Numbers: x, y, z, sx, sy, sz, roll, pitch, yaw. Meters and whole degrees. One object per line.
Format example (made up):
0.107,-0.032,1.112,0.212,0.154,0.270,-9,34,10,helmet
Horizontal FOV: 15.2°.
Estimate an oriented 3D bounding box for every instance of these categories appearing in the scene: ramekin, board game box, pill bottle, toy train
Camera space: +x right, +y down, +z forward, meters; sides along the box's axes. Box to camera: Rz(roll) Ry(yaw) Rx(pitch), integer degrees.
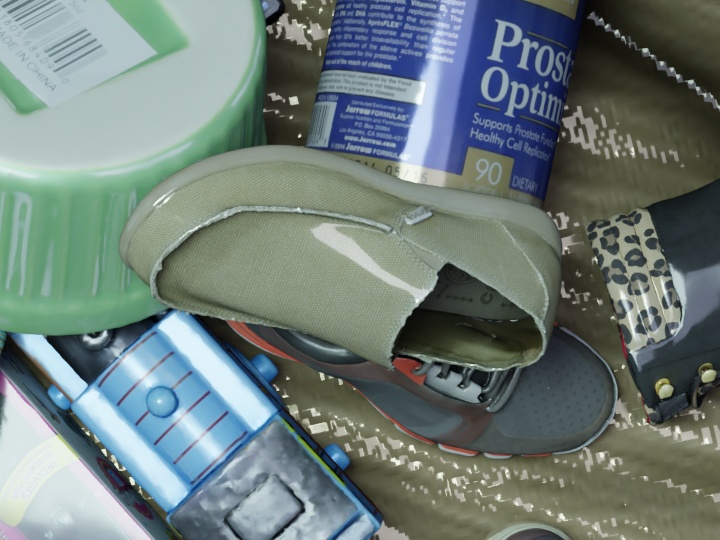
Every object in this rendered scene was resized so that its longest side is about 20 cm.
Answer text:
-0.133,-0.081,1.152,0.200,0.098,0.200,5,55,-7,ramekin
-0.169,0.139,1.226,0.148,0.064,0.200,-42,89,0,board game box
0.044,-0.113,1.211,0.112,0.112,0.200,12,88,1,pill bottle
-0.073,0.069,1.202,0.087,0.114,0.200,-42,88,-2,toy train

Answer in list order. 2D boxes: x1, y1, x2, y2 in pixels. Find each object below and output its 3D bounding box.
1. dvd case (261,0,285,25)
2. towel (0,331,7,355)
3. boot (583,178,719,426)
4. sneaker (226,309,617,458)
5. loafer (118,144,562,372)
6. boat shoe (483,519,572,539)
-0.148,-0.162,1.260,0.143,0.018,0.200,-35,87,-2,dvd case
-0.227,0.045,1.194,0.147,0.022,0.200,4,67,25,towel
0.199,0.037,1.225,0.151,0.073,0.200,-19,94,3,boot
0.031,0.038,1.206,0.200,0.082,0.077,19,87,-16,sneaker
0.000,0.000,1.110,0.200,0.076,0.068,4,43,-23,loafer
0.069,0.214,1.221,0.072,0.065,0.200,9,89,-1,boat shoe
